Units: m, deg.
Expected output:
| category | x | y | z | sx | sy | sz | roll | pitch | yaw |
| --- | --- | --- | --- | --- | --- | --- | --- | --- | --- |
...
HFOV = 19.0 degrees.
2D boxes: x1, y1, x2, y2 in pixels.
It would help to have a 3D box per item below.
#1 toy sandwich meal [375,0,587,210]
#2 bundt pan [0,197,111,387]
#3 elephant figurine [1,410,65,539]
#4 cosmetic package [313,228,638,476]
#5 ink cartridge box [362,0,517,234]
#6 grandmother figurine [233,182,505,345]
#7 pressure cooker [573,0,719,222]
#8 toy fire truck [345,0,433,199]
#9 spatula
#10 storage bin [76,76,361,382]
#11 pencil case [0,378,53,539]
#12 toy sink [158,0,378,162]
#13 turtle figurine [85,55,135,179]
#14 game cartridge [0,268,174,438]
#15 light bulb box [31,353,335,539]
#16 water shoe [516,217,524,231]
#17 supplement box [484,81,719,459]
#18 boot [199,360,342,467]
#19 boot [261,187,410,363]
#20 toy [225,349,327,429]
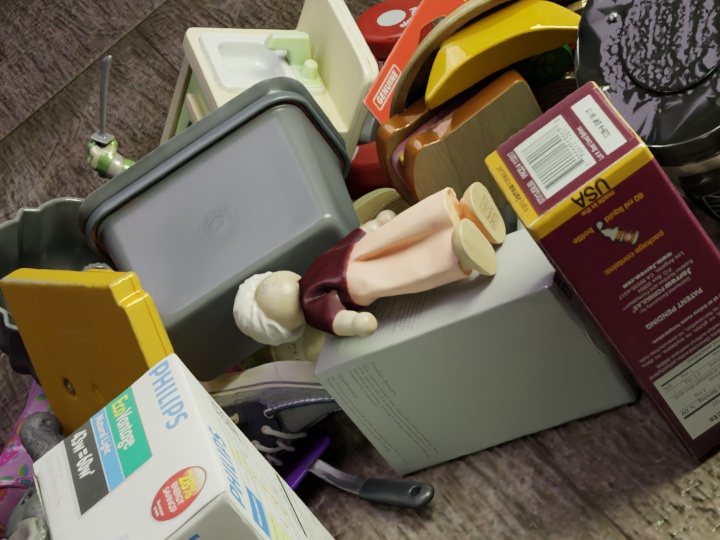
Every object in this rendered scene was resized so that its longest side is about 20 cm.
| category | x | y | z | sx | sy | sz | roll | pitch | yaw |
| --- | --- | --- | --- | --- | --- | --- | --- | --- | --- |
| toy sandwich meal | 0.105 | -0.113 | 1.477 | 0.204 | 0.205 | 0.071 | -35 | 53 | 10 |
| bundt pan | -0.220 | 0.032 | 1.771 | 0.203 | 0.200 | 0.076 | -77 | 3 | -51 |
| elephant figurine | -0.211 | 0.208 | 1.560 | 0.155 | 0.142 | 0.199 | -38 | 29 | -32 |
| cosmetic package | 0.082 | 0.052 | 1.438 | 0.199 | 0.113 | 0.081 | -21 | 32 | 31 |
| ink cartridge box | 0.102 | -0.133 | 1.624 | 0.043 | 0.174 | 0.201 | -13 | 37 | 42 |
| grandmother figurine | 0.000 | 0.000 | 1.441 | 0.199 | 0.061 | 0.121 | -21 | 21 | 28 |
| pressure cooker | 0.258 | -0.124 | 1.400 | 0.176 | 0.199 | 0.179 | 39 | 99 | 41 |
| toy fire truck | 0.056 | -0.134 | 1.759 | 0.167 | 0.113 | 0.200 | 9 | 41 | 34 |
| spatula | -0.008 | 0.147 | 1.506 | 0.199 | 0.021 | 0.057 | 6 | 52 | 54 |
| storage bin | -0.085 | -0.015 | 1.571 | 0.199 | 0.146 | 0.135 | -32 | 49 | 6 |
| pencil case | -0.249 | 0.140 | 1.766 | 0.087 | 0.088 | 0.201 | -24 | 31 | 28 |
| toy sink | -0.080 | -0.114 | 1.673 | 0.131 | 0.111 | 0.201 | 64 | 144 | 41 |
| turtle figurine | -0.195 | -0.100 | 1.976 | 0.193 | 0.201 | 0.144 | -31 | 11 | 36 |
| game cartridge | -0.181 | 0.082 | 1.568 | 0.032 | 0.178 | 0.199 | -29 | 17 | -31 |
| light bulb box | -0.090 | 0.193 | 1.342 | 0.125 | 0.200 | 0.198 | -38 | 26 | 3 |
| water shoe | 0.161 | -0.046 | 1.530 | 0.079 | 0.072 | 0.201 | -26 | 30 | 23 |
| supplement box | 0.172 | 0.000 | 1.299 | 0.085 | 0.200 | 0.111 | -35 | 27 | 6 |
| boot | -0.066 | 0.119 | 1.566 | 0.199 | 0.072 | 0.091 | -11 | 72 | 45 |
| boot | 0.032 | 0.005 | 1.621 | 0.155 | 0.073 | 0.200 | -4 | 32 | 40 |
| toy | -0.090 | 0.078 | 1.689 | 0.115 | 0.047 | 0.200 | -37 | 26 | 9 |
